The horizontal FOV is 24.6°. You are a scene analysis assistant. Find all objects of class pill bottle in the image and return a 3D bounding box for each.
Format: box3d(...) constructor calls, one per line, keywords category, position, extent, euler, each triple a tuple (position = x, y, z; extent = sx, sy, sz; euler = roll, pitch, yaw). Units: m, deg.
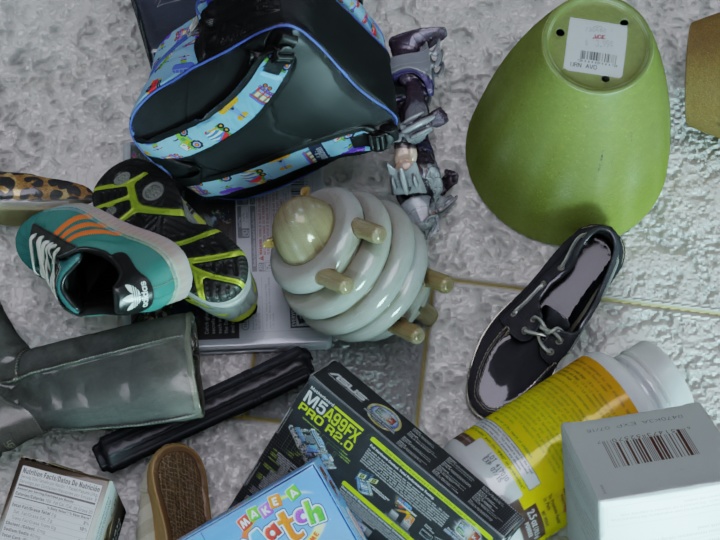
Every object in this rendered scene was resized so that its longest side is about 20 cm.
box3d(category="pill bottle", position=(0.173, 0.141, 1.360), extent=(0.199, 0.109, 0.110), euler=(-31, 72, -12))

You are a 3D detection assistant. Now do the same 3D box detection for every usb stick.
box3d(category="usb stick", position=(-0.130, 0.117, 1.393), extent=(0.199, 0.055, 0.033), euler=(-25, 87, -10))

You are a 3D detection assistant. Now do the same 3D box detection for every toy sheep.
box3d(category="toy sheep", position=(0.000, 0.000, 1.386), extent=(0.137, 0.200, 0.139), euler=(-27, 42, 27))

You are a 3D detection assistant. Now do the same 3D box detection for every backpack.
box3d(category="backpack", position=(-0.089, -0.154, 1.390), extent=(0.199, 0.182, 0.135), euler=(-25, 50, 26))

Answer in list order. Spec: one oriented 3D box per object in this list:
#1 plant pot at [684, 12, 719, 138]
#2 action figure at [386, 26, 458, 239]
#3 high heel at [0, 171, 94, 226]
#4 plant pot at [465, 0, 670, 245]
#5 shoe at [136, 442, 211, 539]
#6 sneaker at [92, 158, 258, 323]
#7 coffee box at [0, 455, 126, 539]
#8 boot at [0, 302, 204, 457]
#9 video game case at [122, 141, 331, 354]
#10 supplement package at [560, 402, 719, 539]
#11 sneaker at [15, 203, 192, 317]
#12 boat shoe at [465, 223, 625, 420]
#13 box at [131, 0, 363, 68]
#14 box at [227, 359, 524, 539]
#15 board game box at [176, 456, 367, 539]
box3d(category="plant pot", position=(0.391, -0.174, 1.464), extent=(0.198, 0.187, 0.188), euler=(4, 68, 15))
box3d(category="action figure", position=(0.052, -0.114, 1.454), extent=(0.069, 0.130, 0.201), euler=(-4, 58, -1))
box3d(category="high heel", position=(-0.329, -0.114, 1.468), extent=(0.198, 0.071, 0.144), euler=(0, 75, 9))
box3d(category="plant pot", position=(0.191, -0.145, 1.423), extent=(0.185, 0.200, 0.189), euler=(0, 69, -1))
box3d(category="shoe", position=(-0.148, 0.244, 1.350), extent=(0.069, 0.053, 0.202), euler=(5, 70, -30))
box3d(category="sneaker", position=(-0.161, -0.020, 1.418), extent=(0.075, 0.077, 0.200), euler=(-38, 56, -11))
box3d(category="coffee box", position=(-0.254, 0.262, 1.303), extent=(0.079, 0.113, 0.201), euler=(13, 68, 4))
box3d(category="boot", position=(-0.235, 0.065, 1.380), extent=(0.199, 0.073, 0.183), euler=(-19, 64, 6))
box3d(category="video game case", position=(-0.120, -0.023, 1.466), extent=(0.180, 0.023, 0.202), euler=(-2, 70, -2))
box3d(category="supplement package", position=(0.226, 0.221, 1.270), extent=(0.116, 0.201, 0.117), euler=(-8, 25, -5))
box3d(category="sneaker", position=(-0.232, -0.007, 1.364), extent=(0.199, 0.072, 0.080), euler=(12, 24, 41))
box3d(category="boat shoe", position=(0.156, 0.041, 1.414), extent=(0.072, 0.063, 0.200), euler=(37, 83, 9))
box3d(category="box", position=(-0.118, -0.282, 1.516), extent=(0.195, 0.118, 0.201), euler=(-16, 71, -7))
box3d(category="box", position=(0.008, 0.196, 1.318), extent=(0.200, 0.044, 0.161), euler=(38, 117, 13))
box3d(category="board game box", position=(-0.047, 0.270, 1.292), extent=(0.151, 0.037, 0.201), euler=(-30, 90, 8))
